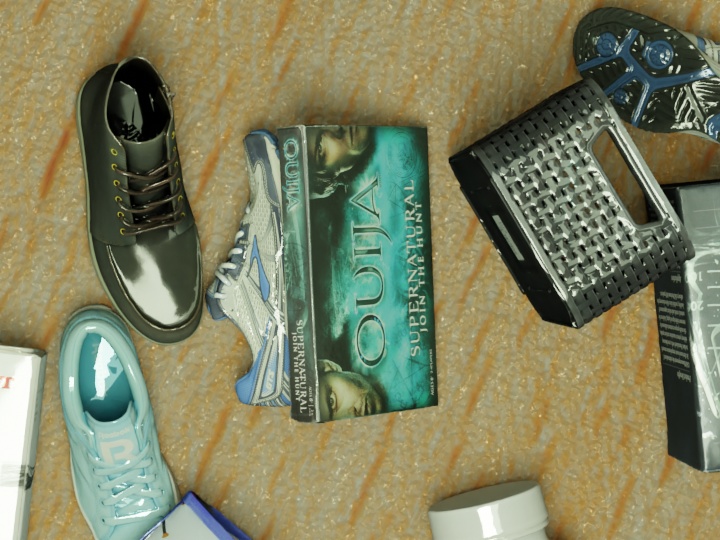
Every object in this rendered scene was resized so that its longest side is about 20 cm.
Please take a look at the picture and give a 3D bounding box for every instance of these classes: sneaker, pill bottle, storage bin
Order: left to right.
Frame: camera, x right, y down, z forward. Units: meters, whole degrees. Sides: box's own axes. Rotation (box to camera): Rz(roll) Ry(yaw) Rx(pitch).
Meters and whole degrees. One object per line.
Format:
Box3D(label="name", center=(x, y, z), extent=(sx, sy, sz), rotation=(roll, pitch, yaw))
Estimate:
Box3D(label="sneaker", center=(-0.173, 0.125, 1.495), extent=(0.074, 0.082, 0.201), rotation=(-17, 91, -2))
Box3D(label="sneaker", center=(-0.151, -0.046, 1.476), extent=(0.074, 0.106, 0.201), rotation=(-16, 91, -14))
Box3D(label="sneaker", center=(-0.071, 0.002, 1.505), extent=(0.085, 0.077, 0.201), rotation=(-9, 89, 4))
Box3D(label="pill bottle", center=(0.110, 0.254, 1.496), extent=(0.112, 0.112, 0.201), rotation=(-13, 92, -3))
Box3D(label="storage bin", center=(0.137, -0.044, 1.449), extent=(0.093, 0.200, 0.136), rotation=(-31, 92, -3))
Box3D(label="sneaker", center=(0.241, -0.125, 1.523), extent=(0.199, 0.077, 0.076), rotation=(30, 105, 15))

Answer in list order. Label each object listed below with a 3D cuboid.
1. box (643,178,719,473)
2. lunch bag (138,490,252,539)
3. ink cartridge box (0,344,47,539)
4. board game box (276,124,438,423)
Box3D(label="box", center=(0.312, 0.029, 1.500), extent=(0.199, 0.124, 0.198), rotation=(-6, 93, -3))
Box3D(label="lunch bag", center=(-0.102, 0.276, 1.476), extent=(0.200, 0.124, 0.170), rotation=(45, 88, -6))
Box3D(label="ink cartridge box", center=(-0.299, 0.144, 1.488), extent=(0.145, 0.084, 0.201), rotation=(7, 90, -3))
Box3D(label="board game box", center=(0.000, 0.000, 1.487), extent=(0.028, 0.135, 0.201), rotation=(-2, 91, 40))
